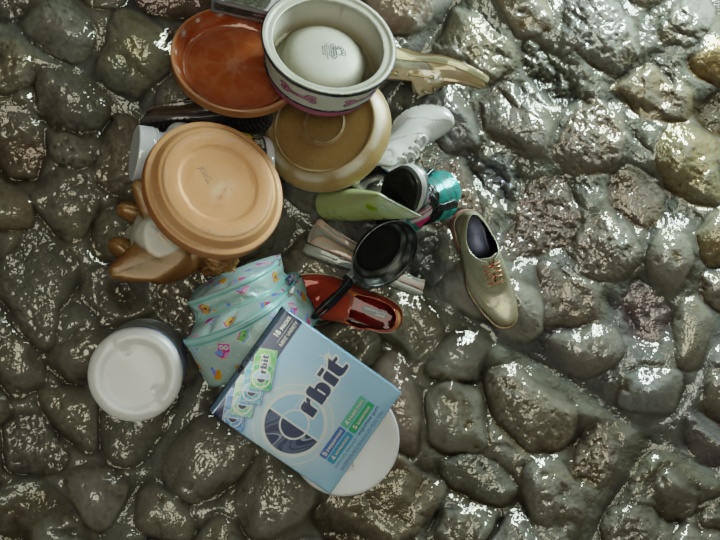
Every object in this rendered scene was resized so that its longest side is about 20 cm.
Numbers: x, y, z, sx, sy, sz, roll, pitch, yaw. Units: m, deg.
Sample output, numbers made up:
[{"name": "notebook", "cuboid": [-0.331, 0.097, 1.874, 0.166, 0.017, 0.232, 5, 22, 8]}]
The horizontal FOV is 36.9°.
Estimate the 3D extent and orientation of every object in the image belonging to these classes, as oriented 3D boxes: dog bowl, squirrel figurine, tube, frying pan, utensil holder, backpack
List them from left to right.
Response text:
[{"name": "squirrel figurine", "cuboid": [-0.265, -0.037, 1.568, 0.199, 0.187, 0.142, 7, 82, -12]}, {"name": "backpack", "cuboid": [-0.163, 0.076, 1.552, 0.175, 0.200, 0.154, -20, 109, 14]}, {"name": "dog bowl", "cuboid": [-0.052, -0.313, 1.580, 0.199, 0.074, 0.201, 6, 58, -10]}, {"name": "utensil holder", "cuboid": [-0.033, 0.232, 1.596, 0.169, 0.200, 0.171, 0, 91, -7]}, {"name": "tube", "cuboid": [0.003, -0.097, 1.589, 0.058, 0.200, 0.052, -24, 106, -30]}, {"name": "frying pan", "cuboid": [0.012, 0.004, 1.593, 0.115, 0.031, 0.190, 26, 104, -45]}]

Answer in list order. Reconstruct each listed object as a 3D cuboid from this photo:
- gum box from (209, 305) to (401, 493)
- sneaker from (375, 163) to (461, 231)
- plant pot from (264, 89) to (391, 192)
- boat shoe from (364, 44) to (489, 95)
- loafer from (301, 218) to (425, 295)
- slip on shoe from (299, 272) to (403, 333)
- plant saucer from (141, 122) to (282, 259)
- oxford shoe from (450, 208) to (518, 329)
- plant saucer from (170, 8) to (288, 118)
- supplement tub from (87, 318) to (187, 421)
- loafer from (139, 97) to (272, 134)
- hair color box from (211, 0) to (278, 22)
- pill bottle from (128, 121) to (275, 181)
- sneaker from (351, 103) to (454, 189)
[{"name": "gum box", "cuboid": [-0.073, 0.175, 1.457, 0.200, 0.045, 0.170, 37, 87, -12]}, {"name": "sneaker", "cuboid": [0.099, -0.117, 1.614, 0.120, 0.200, 0.084, -28, 77, -20]}, {"name": "plant pot", "cuboid": [-0.053, -0.217, 1.623, 0.199, 0.027, 0.201, -4, 72, 12]}, {"name": "boat shoe", "cuboid": [0.097, -0.301, 1.662, 0.199, 0.072, 0.065, 13, 96, -1]}, {"name": "loafer", "cuboid": [0.011, -0.020, 1.661, 0.199, 0.072, 0.063, 20, 84, -4]}, {"name": "slip on shoe", "cuboid": [-0.028, 0.051, 1.660, 0.199, 0.061, 0.075, 17, 92, -5]}, {"name": "plant saucer", "cuboid": [-0.200, -0.114, 1.486, 0.199, 0.032, 0.201, 11, 64, -23]}, {"name": "oxford shoe", "cuboid": [0.195, 0.001, 1.678, 0.070, 0.074, 0.201, -26, 95, -5]}, {"name": "plant saucer", "cuboid": [-0.184, -0.308, 1.606, 0.199, 0.032, 0.201, 7, 58, -11]}, {"name": "supplement tub", "cuboid": [-0.318, 0.139, 1.559, 0.131, 0.200, 0.133, 0, 92, -6]}, {"name": "loafer", "cuboid": [-0.233, -0.236, 1.632, 0.199, 0.073, 0.071, -6, 57, -5]}, {"name": "hair color box", "cuboid": [-0.157, -0.480, 1.616, 0.098, 0.061, 0.201, 11, 83, -7]}, {"name": "pill bottle", "cuboid": [-0.234, -0.157, 1.583, 0.199, 0.111, 0.112, 7, 91, -22]}, {"name": "sneaker", "cuboid": [0.059, -0.181, 1.643, 0.199, 0.087, 0.075, -29, 137, 0]}]
